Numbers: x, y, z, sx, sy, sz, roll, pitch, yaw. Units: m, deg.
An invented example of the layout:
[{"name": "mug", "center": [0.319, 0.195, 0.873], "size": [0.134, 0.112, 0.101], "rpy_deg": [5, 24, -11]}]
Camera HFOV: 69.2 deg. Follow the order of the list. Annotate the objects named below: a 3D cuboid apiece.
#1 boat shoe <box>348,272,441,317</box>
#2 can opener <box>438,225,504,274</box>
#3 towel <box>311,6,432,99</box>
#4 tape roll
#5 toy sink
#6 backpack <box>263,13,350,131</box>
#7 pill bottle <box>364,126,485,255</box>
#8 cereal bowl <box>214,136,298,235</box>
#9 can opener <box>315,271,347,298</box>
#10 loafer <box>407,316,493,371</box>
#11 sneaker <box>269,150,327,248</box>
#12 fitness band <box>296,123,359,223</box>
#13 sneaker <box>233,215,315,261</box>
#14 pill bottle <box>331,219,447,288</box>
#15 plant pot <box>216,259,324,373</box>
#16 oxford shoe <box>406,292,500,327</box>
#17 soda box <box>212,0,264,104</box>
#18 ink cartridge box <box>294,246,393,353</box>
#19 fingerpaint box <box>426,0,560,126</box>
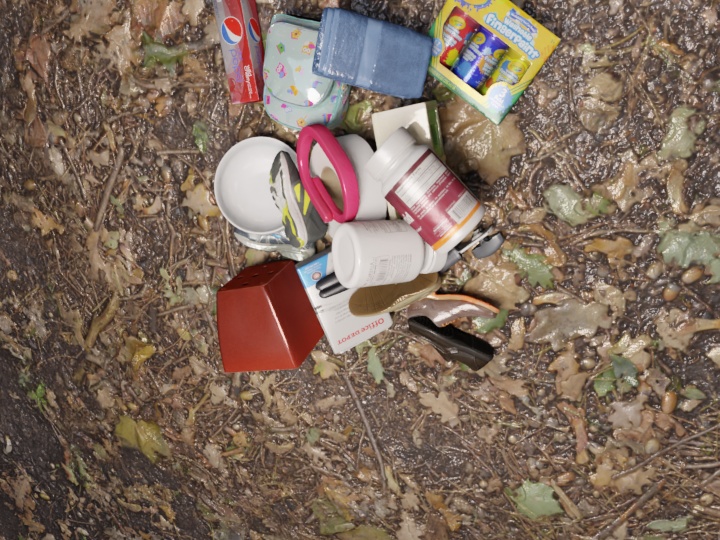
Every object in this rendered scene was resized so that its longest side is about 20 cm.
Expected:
[{"name": "boat shoe", "center": [0.071, 0.053, 1.061], "size": [0.196, 0.065, 0.073], "rpy_deg": [-19, 62, 15]}, {"name": "can opener", "center": [0.200, -0.021, 1.066], "size": [0.199, 0.053, 0.067], "rpy_deg": [-39, 94, 28]}, {"name": "towel", "center": [0.021, -0.370, 0.895], "size": [0.195, 0.049, 0.114], "rpy_deg": [11, 111, -10]}, {"name": "tape roll", "center": [-0.028, -0.159, 1.025], "size": [0.202, 0.070, 0.206], "rpy_deg": [45, 144, 45]}, {"name": "toy sink", "center": [0.105, -0.209, 0.991], "size": [0.109, 0.130, 0.205], "rpy_deg": [-6, 106, 20]}, {"name": "backpack", "center": [-0.101, -0.368, 0.997], "size": [0.172, 0.154, 0.204], "rpy_deg": [15, 117, 7]}, {"name": "pill bottle", "center": [0.106, -0.135, 0.882], "size": [0.200, 0.114, 0.114], "rpy_deg": [46, 116, -1]}, {"name": "cereal bowl", "center": [-0.209, -0.175, 1.118], "size": [0.195, 0.083, 0.206], "rpy_deg": [0, 89, -5]}, {"name": "can opener", "center": [0.000, 0.000, 1.061], "size": [0.198, 0.079, 0.064], "rpy_deg": [-33, 131, -2]}, {"name": "loafer", "center": [0.185, 0.162, 1.124], "size": [0.197, 0.073, 0.072], "rpy_deg": [27, 116, 9]}, {"name": "sneaker", "center": [-0.126, -0.145, 1.059], "size": [0.074, 0.083, 0.205], "rpy_deg": [-25, 77, 55]}, {"name": "fitness band", "center": [-0.062, -0.177, 0.964], "size": [0.202, 0.037, 0.145], "rpy_deg": [57, 149, 27]}, {"name": "sneaker", "center": [-0.189, -0.085, 1.178], "size": [0.195, 0.078, 0.088], "rpy_deg": [14, 101, 6]}, {"name": "pill bottle", "center": [0.056, -0.034, 0.954], "size": [0.114, 0.196, 0.117], "rpy_deg": [19, 112, 61]}, {"name": "plant pot", "center": [-0.203, 0.090, 1.150], "size": [0.196, 0.200, 0.180], "rpy_deg": [-7, 112, 24]}, {"name": "oxford shoe", "center": [0.190, 0.085, 1.087], "size": [0.196, 0.071, 0.075], "rpy_deg": [9, 85, 24]}, {"name": "soda box", "center": [-0.238, -0.448, 1.062], "size": [0.068, 0.063, 0.205], "rpy_deg": [-1, 109, 20]}, {"name": "ink cartridge box", "center": [-0.037, 0.052, 1.126], "size": [0.144, 0.084, 0.204], "rpy_deg": [-25, 101, -8]}, {"name": "fingerpaint box", "center": [0.219, -0.387, 0.919], "size": [0.199, 0.073, 0.168], "rpy_deg": [38, 117, 3]}]
